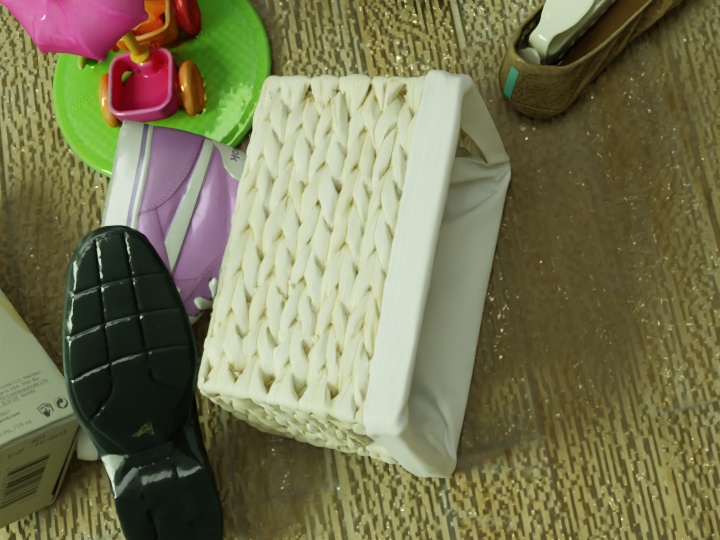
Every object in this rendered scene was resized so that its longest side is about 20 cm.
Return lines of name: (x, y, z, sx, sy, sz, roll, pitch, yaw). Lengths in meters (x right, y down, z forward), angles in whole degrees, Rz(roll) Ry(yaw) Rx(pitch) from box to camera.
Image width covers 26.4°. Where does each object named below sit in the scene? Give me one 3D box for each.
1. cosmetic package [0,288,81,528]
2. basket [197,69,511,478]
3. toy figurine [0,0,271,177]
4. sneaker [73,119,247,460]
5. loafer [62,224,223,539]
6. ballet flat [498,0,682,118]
cosmetic package: (-0.251, 0.049, 0.906, 0.071, 0.106, 0.201, -22, 64, -38)
basket: (0.000, 0.000, 0.861, 0.122, 0.136, 0.202, 7, 74, 18)
toy figurine: (-0.148, -0.178, 0.921, 0.148, 0.184, 0.203, -7, 71, 10)
sneaker: (-0.107, 0.021, 0.910, 0.113, 0.073, 0.203, 12, 94, -13)
loafer: (-0.124, 0.065, 0.843, 0.072, 0.072, 0.202, -10, 113, -11)
ballet flat: (0.154, -0.177, 0.914, 0.200, 0.072, 0.068, -44, 70, -4)
